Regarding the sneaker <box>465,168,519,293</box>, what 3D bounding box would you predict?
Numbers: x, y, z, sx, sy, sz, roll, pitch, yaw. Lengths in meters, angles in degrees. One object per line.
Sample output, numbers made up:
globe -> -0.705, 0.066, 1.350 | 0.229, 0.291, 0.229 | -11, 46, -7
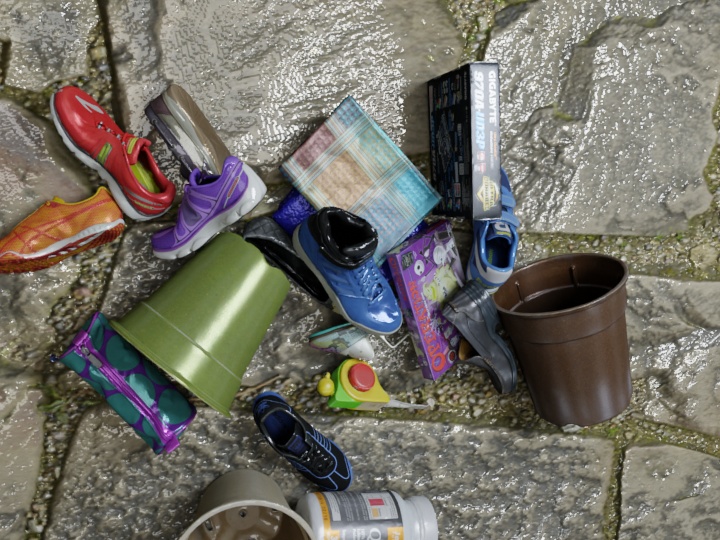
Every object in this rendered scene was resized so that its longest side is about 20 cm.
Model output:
sneaker -> 0.198, -0.071, 1.002 | 0.072, 0.082, 0.204 | 2, 77, -8

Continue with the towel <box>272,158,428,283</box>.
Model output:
towel -> -0.011, -0.068, 0.988 | 0.199, 0.050, 0.148 | 40, 87, -13

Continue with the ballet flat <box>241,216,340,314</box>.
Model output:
ballet flat -> -0.087, 0.003, 0.968 | 0.199, 0.057, 0.066 | 39, 131, -8

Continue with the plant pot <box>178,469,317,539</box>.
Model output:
plant pot -> -0.159, 0.374, 0.941 | 0.196, 0.183, 0.205 | -1, 97, -11

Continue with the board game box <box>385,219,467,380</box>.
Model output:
board game box -> 0.111, 0.042, 0.996 | 0.119, 0.032, 0.203 | -31, 114, -31

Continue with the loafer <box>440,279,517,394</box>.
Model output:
loafer -> 0.174, 0.110, 1.007 | 0.072, 0.073, 0.202 | -31, 115, -9

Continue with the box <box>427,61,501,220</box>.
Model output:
box -> 0.142, -0.174, 0.951 | 0.045, 0.159, 0.204 | -5, 97, -14

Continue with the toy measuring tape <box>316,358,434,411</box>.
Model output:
toy measuring tape -> 0.023, 0.171, 1.024 | 0.197, 0.073, 0.075 | 9, 95, -29

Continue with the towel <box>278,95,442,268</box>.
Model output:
towel -> 0.003, -0.119, 0.949 | 0.147, 0.022, 0.200 | -45, 105, -3

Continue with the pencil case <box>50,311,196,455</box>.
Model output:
pencil case -> -0.316, 0.156, 0.930 | 0.085, 0.092, 0.200 | -42, 104, -4

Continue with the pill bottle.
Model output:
pill bottle -> 0.007, 0.386, 1.008 | 0.196, 0.116, 0.119 | 5, 96, -20

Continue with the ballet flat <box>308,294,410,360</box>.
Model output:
ballet flat -> 0.023, 0.087, 1.003 | 0.197, 0.069, 0.072 | -25, 89, -11

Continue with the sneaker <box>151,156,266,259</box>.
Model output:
sneaker -> -0.209, -0.085, 0.897 | 0.198, 0.081, 0.084 | -31, 104, 28

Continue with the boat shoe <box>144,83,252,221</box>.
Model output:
boat shoe -> -0.218, -0.150, 0.929 | 0.064, 0.072, 0.202 | -23, 115, 16

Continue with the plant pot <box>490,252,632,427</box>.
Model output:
plant pot -> 0.309, 0.107, 1.011 | 0.197, 0.200, 0.201 | -20, 108, -8

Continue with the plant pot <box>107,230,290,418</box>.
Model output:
plant pot -> -0.193, 0.058, 0.909 | 0.200, 0.200, 0.191 | 42, 76, -13

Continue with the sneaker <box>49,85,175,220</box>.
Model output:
sneaker -> -0.311, -0.161, 0.888 | 0.201, 0.084, 0.077 | 52, 42, -20

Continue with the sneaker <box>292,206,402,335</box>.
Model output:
sneaker -> -0.001, 0.001, 0.912 | 0.077, 0.111, 0.201 | -42, 96, -30

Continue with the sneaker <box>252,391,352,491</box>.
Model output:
sneaker -> -0.083, 0.262, 0.998 | 0.200, 0.078, 0.070 | 45, 87, -13

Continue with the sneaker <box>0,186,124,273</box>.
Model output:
sneaker -> -0.415, -0.051, 0.906 | 0.197, 0.073, 0.078 | -22, 80, -13
